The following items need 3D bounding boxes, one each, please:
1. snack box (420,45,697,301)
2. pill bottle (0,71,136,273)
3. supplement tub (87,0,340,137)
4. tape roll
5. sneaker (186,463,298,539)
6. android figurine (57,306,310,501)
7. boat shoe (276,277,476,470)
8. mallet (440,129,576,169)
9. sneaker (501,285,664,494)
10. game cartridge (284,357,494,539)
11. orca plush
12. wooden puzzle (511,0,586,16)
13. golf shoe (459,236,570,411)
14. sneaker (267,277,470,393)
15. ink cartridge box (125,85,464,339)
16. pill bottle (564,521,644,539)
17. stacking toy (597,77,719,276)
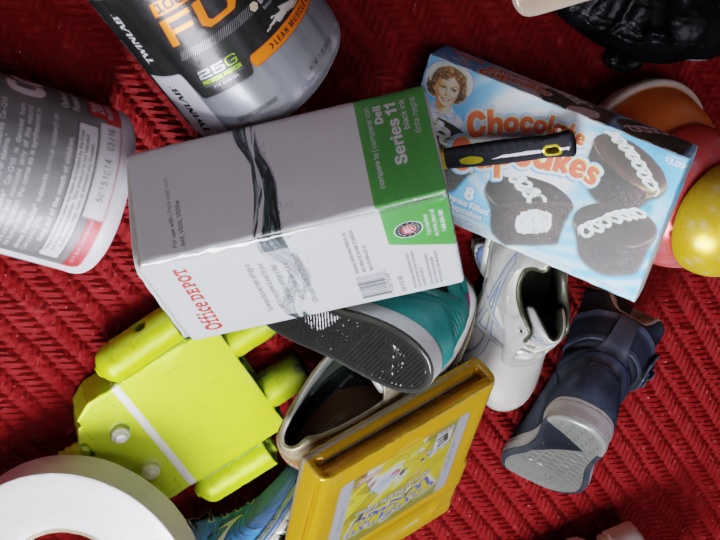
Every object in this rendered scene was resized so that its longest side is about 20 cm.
[{"bbox_3d":[0.128,-0.071,1.069,0.199,0.037,0.117,24,118,14],"label":"snack box"},{"bbox_3d":[-0.255,-0.076,0.953,0.199,0.114,0.114,16,114,-28],"label":"pill bottle"},{"bbox_3d":[-0.109,-0.189,0.929,0.122,0.123,0.200,-36,126,5],"label":"supplement tub"},{"bbox_3d":[-0.218,0.241,1.143,0.201,0.037,0.205,2,107,7],"label":"tape roll"},{"bbox_3d":[-0.103,0.215,1.209,0.200,0.089,0.079,-49,160,-11],"label":"sneaker"},{"bbox_3d":[-0.140,0.108,1.157,0.199,0.041,0.183,-31,126,-1],"label":"android figurine"},{"bbox_3d":[0.015,0.077,1.146,0.200,0.075,0.068,-49,160,-3],"label":"boat shoe"},{"bbox_3d":[0.056,-0.071,1.061,0.198,0.041,0.066,1,126,17],"label":"mallet"},{"bbox_3d":[0.187,0.100,1.245,0.076,0.147,0.203,26,156,0],"label":"sneaker"},{"bbox_3d":[0.018,0.173,1.187,0.175,0.032,0.201,-27,148,-28],"label":"game cartridge"},{"bbox_3d":[0.203,-0.193,1.069,0.199,0.071,0.105,31,107,-32],"label":"orca plush"},{"bbox_3d":[0.155,-0.283,0.972,0.183,0.037,0.202,-17,88,-8],"label":"wooden puzzle"},{"bbox_3d":[0.126,0.045,1.177,0.078,0.097,0.201,-11,126,-15],"label":"golf shoe"},{"bbox_3d":[0.000,0.000,1.095,0.121,0.199,0.084,-40,152,-42],"label":"sneaker"},{"bbox_3d":[-0.040,-0.033,0.975,0.198,0.084,0.147,-13,157,2],"label":"ink cartridge box"},{"bbox_3d":[0.176,0.314,1.353,0.199,0.114,0.115,-25,126,-4],"label":"pill bottle"},{"bbox_3d":[0.253,-0.041,1.092,0.145,0.200,0.147,-18,128,-25],"label":"stacking toy"}]
